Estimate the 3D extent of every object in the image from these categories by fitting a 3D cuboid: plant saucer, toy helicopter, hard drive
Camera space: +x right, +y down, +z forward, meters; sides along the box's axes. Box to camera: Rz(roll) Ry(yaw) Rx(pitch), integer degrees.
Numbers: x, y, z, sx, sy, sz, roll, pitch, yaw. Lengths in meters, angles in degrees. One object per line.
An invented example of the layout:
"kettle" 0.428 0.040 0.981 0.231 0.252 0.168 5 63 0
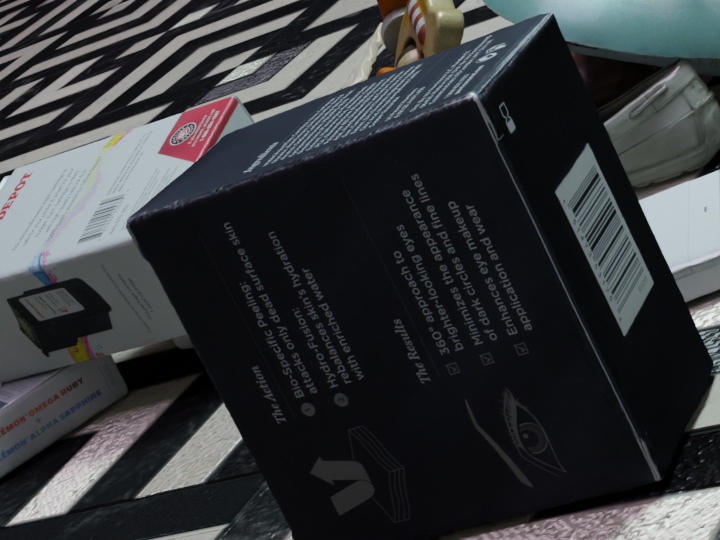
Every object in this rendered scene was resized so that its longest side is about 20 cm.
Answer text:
"plant saucer" 0.178 -0.181 1.430 0.198 0.036 0.200 6 21 -2
"toy helicopter" 0.045 -0.181 1.493 0.078 0.201 0.132 2 9 -12
"hard drive" 0.112 0.010 1.241 0.199 0.026 0.132 -22 17 16

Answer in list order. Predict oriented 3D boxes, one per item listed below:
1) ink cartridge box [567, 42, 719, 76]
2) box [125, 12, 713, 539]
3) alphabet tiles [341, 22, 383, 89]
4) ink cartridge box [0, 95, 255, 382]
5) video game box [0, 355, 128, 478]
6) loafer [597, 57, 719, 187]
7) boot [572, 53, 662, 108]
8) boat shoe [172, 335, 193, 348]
"ink cartridge box" 0.247 -0.190 1.558 0.199 0.044 0.196 13 30 16
"box" 0.031 0.012 1.053 0.199 0.198 0.117 -18 17 30
"alphabet tiles" -0.031 -0.076 1.570 0.196 0.015 0.200 -60 4 25
"ink cartridge box" -0.162 -0.019 1.466 0.199 0.083 0.146 -15 33 33
"video game box" -0.276 0.106 1.525 0.182 0.047 0.200 -31 17 -25
"loafer" 0.129 -0.076 1.398 0.199 0.070 0.070 -21 17 20
"boot" 0.113 -0.109 1.560 0.199 0.065 0.187 -15 22 23
"boat shoe" -0.129 0.007 1.552 0.069 0.071 0.200 -27 17 -7
